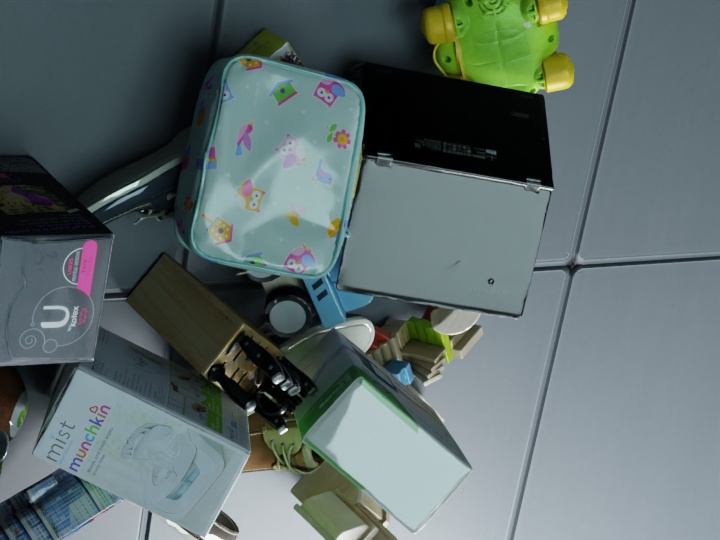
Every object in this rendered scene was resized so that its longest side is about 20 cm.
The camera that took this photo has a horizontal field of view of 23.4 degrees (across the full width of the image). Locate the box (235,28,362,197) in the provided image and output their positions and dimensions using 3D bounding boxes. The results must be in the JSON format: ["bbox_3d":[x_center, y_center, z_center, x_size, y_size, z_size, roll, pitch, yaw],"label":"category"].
[{"bbox_3d":[-0.057,-0.139,1.705,0.075,0.050,0.200,-44,130,-5],"label":"box"}]

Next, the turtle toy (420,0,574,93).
[{"bbox_3d":[0.137,-0.217,1.756,0.146,0.101,0.200,-10,122,1],"label":"turtle toy"}]

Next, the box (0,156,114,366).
[{"bbox_3d":[-0.305,-0.013,1.511,0.106,0.200,0.122,-1,114,-32],"label":"box"}]

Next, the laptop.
[{"bbox_3d":[0.079,-0.079,1.684,0.187,0.200,0.116,9,139,-11],"label":"laptop"}]

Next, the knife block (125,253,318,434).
[{"bbox_3d":[-0.132,0.068,1.637,0.200,0.176,0.064,40,88,-1],"label":"knife block"}]

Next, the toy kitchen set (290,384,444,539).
[{"bbox_3d":[0.038,0.228,1.834,0.180,0.200,0.163,-47,142,-4],"label":"toy kitchen set"}]

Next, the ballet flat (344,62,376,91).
[{"bbox_3d":[0.055,-0.134,1.764,0.200,0.073,0.073,33,93,-37],"label":"ballet flat"}]

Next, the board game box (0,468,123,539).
[{"bbox_3d":[-0.295,0.228,1.646,0.200,0.200,0.062,-33,88,-16],"label":"board game box"}]

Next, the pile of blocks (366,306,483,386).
[{"bbox_3d":[0.037,0.085,1.859,0.200,0.082,0.062,-28,126,-17],"label":"pile of blocks"}]

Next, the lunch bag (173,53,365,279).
[{"bbox_3d":[-0.080,-0.090,1.603,0.160,0.077,0.200,11,91,-22],"label":"lunch bag"}]

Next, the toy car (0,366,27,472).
[{"bbox_3d":[-0.354,0.150,1.562,0.158,0.200,0.164,0,114,-32],"label":"toy car"}]

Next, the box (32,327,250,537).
[{"bbox_3d":[-0.200,0.141,1.620,0.176,0.200,0.097,26,97,-10],"label":"box"}]

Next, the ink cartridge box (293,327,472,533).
[{"bbox_3d":[0.012,0.149,1.672,0.145,0.200,0.088,41,92,-13],"label":"ink cartridge box"}]

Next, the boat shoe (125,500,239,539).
[{"bbox_3d":[-0.190,0.227,1.793,0.060,0.072,0.200,-49,124,2],"label":"boat shoe"}]

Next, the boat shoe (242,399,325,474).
[{"bbox_3d":[-0.064,0.172,1.807,0.200,0.074,0.076,-19,126,5],"label":"boat shoe"}]

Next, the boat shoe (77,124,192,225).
[{"bbox_3d":[-0.185,-0.082,1.640,0.200,0.075,0.062,-34,117,-25],"label":"boat shoe"}]

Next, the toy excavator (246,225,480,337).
[{"bbox_3d":[0.000,0.000,1.713,0.200,0.100,0.195,-20,113,8],"label":"toy excavator"}]

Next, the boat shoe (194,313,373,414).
[{"bbox_3d":[-0.083,0.092,1.786,0.200,0.062,0.075,-29,127,-13],"label":"boat shoe"}]
